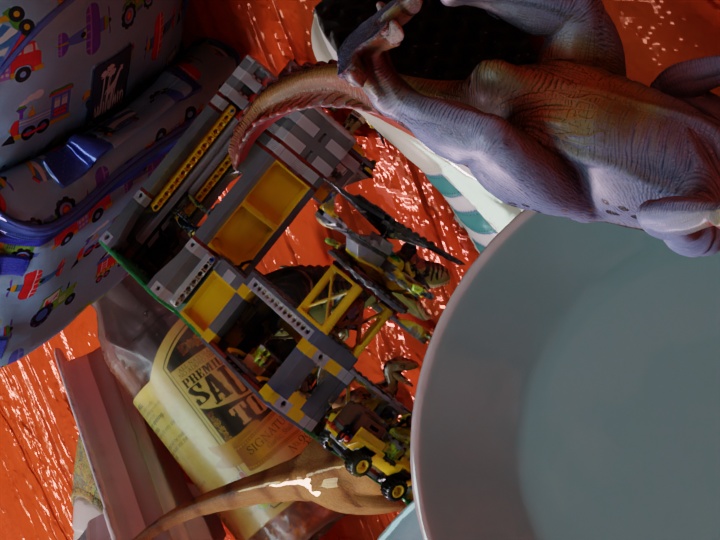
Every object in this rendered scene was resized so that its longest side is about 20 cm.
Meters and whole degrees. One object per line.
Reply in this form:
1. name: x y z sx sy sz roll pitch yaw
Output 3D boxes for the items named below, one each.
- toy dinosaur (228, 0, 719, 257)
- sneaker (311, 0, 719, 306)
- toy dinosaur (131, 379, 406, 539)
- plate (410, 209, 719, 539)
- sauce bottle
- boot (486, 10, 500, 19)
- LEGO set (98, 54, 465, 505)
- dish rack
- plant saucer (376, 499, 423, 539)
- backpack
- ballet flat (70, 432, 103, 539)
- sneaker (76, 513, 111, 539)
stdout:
1. toy dinosaur: 0.088 -0.043 0.647 0.181 0.105 0.200 36 157 -16
2. sneaker: 0.052 -0.023 0.774 0.200 0.070 0.093 38 141 24
3. toy dinosaur: -0.012 0.085 0.935 0.200 0.106 0.060 -12 91 22
4. plate: 0.116 0.057 0.684 0.200 0.200 0.026 56 -171 1
5. sauce bottle: -0.082 0.050 1.056 0.200 0.066 0.066 51 151 6
6. boot: 0.001 -0.134 0.733 0.168 0.076 0.200 47 144 23
7. LEGO set: 0.000 0.000 0.866 0.154 0.116 0.200 38 -179 -31
8. dish rack: -0.092 0.138 1.107 0.200 0.044 0.172 -119 5 -50
9. plant saucer: 0.074 0.165 0.768 0.201 0.039 0.201 -3 85 39
10. backpack: -0.138 -0.083 0.907 0.135 0.183 0.200 39 136 12
11. ballet flat: -0.129 0.181 1.258 0.071 0.071 0.200 7 124 54
12. sneaker: -0.145 0.171 1.107 0.200 0.082 0.074 106 140 -87
